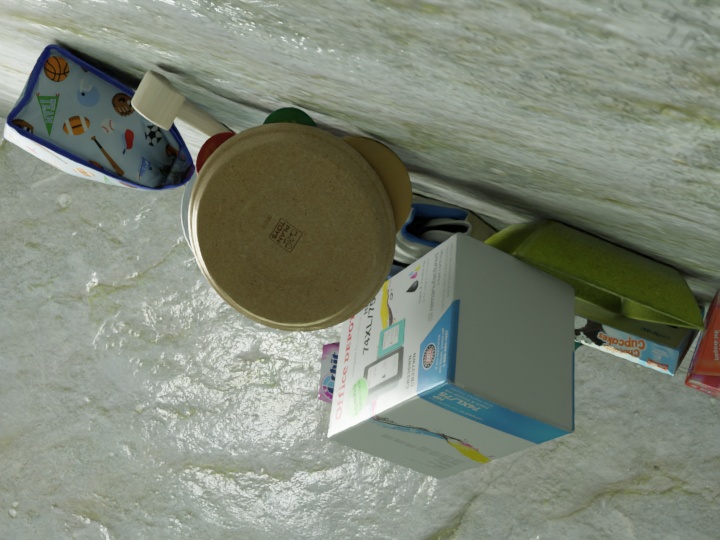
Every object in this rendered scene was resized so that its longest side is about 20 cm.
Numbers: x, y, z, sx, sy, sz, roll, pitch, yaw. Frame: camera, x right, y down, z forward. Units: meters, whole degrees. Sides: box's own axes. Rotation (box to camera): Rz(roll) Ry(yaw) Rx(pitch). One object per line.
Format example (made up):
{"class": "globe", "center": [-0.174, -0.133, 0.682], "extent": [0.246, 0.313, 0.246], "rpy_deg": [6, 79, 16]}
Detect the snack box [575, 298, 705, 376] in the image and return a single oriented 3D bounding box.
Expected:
{"class": "snack box", "center": [0.289, 0.049, 1.099], "extent": [0.197, 0.038, 0.116], "rpy_deg": [20, -147, 27]}

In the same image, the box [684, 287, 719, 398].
{"class": "box", "center": [0.395, 0.088, 0.954], "extent": [0.101, 0.096, 0.200], "rpy_deg": [19, 178, 18]}

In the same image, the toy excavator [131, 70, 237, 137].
{"class": "toy excavator", "center": [-0.105, -0.110, 0.913], "extent": [0.199, 0.101, 0.194], "rpy_deg": [36, -168, 21]}

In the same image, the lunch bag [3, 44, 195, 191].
{"class": "lunch bag", "center": [-0.287, -0.157, 1.060], "extent": [0.198, 0.125, 0.170], "rpy_deg": [29, 175, -20]}

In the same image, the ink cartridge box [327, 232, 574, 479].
{"class": "ink cartridge box", "center": [0.084, 0.090, 0.892], "extent": [0.144, 0.149, 0.199], "rpy_deg": [23, 146, -24]}

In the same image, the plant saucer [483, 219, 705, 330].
{"class": "plant saucer", "center": [0.227, -0.002, 0.951], "extent": [0.196, 0.049, 0.200], "rpy_deg": [21, 178, -6]}

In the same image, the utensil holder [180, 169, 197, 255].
{"class": "utensil holder", "center": [-0.139, -0.070, 1.241], "extent": [0.167, 0.173, 0.200], "rpy_deg": [20, 180, -2]}

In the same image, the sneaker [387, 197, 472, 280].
{"class": "sneaker", "center": [0.088, -0.003, 0.941], "extent": [0.198, 0.082, 0.146], "rpy_deg": [29, 158, -18]}

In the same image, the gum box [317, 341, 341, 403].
{"class": "gum box", "center": [0.052, 0.120, 1.110], "extent": [0.112, 0.068, 0.199], "rpy_deg": [9, -174, 31]}

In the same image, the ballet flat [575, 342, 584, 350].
{"class": "ballet flat", "center": [0.267, 0.064, 1.169], "extent": [0.197, 0.071, 0.069], "rpy_deg": [-18, -161, -29]}

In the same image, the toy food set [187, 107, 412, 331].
{"class": "toy food set", "center": [-0.062, -0.041, 0.837], "extent": [0.195, 0.203, 0.049], "rpy_deg": [19, -156, 1]}

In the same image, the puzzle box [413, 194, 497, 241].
{"class": "puzzle box", "center": [0.065, -0.071, 1.143], "extent": [0.197, 0.026, 0.133], "rpy_deg": [20, 178, 27]}
